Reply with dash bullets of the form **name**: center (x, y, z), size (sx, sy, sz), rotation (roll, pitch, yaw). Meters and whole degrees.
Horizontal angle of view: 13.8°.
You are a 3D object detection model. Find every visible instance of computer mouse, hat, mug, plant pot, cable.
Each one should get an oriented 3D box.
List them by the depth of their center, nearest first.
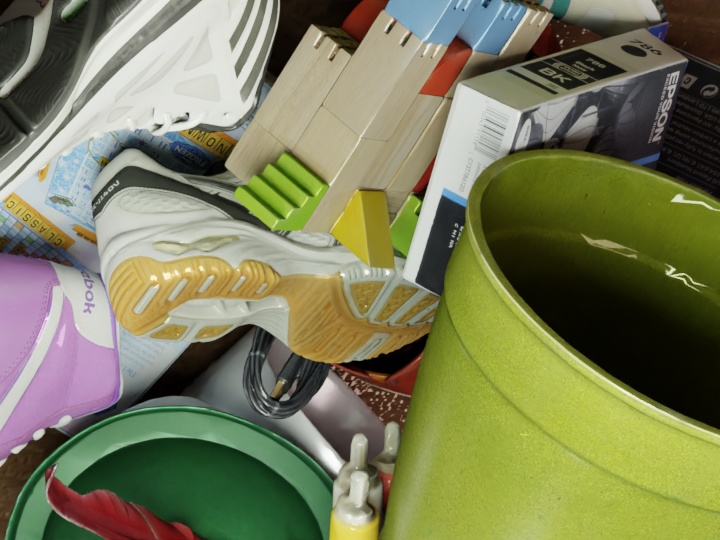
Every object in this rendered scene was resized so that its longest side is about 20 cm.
- **plant pot**: center (0.096, 0.085, 1.275), size (0.200, 0.201, 0.193), rotation (3, 127, -38)
- **hat**: center (-0.086, 0.163, 1.328), size (0.199, 0.176, 0.166), rotation (26, 104, -14)
- **cable**: center (0.000, 0.168, 1.402), size (0.097, 0.050, 0.201), rotation (-42, 147, -66)
- **computer mouse**: center (0.000, 0.000, 1.449), size (0.059, 0.034, 0.200), rotation (50, 56, -12)
- **mug**: center (-0.079, 0.129, 1.477), size (0.175, 0.148, 0.200), rotation (-43, 140, 9)

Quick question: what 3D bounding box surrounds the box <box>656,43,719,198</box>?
- **box**: center (0.145, 0.011, 1.530), size (0.200, 0.107, 0.149), rotation (-48, 142, -20)

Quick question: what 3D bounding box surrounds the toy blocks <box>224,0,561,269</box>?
- **toy blocks**: center (0.028, -0.085, 1.339), size (0.137, 0.100, 0.200), rotation (-56, 157, 15)

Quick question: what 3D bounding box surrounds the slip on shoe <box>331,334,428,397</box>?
- **slip on shoe**: center (0.020, 0.033, 1.532), size (0.200, 0.061, 0.074), rotation (25, 107, -48)

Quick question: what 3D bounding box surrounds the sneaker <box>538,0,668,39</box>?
- **sneaker**: center (0.070, -0.156, 1.411), size (0.093, 0.071, 0.200), rotation (-30, 143, 16)

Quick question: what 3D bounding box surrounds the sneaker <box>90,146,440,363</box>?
- **sneaker**: center (-0.037, -0.014, 1.363), size (0.199, 0.088, 0.076), rotation (11, 136, -44)

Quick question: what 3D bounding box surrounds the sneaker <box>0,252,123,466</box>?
- **sneaker**: center (-0.171, 0.075, 1.358), size (0.114, 0.073, 0.201), rotation (4, 137, -34)

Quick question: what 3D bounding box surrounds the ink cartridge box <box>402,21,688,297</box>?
- **ink cartridge box**: center (0.097, -0.052, 1.371), size (0.200, 0.039, 0.100), rotation (-23, 133, -54)

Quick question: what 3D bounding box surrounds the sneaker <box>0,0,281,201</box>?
- **sneaker**: center (-0.109, -0.066, 1.275), size (0.200, 0.076, 0.115), rotation (-45, 136, 1)

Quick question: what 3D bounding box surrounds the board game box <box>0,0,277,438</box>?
- **board game box**: center (-0.127, -0.032, 1.379), size (0.200, 0.041, 0.200), rotation (-47, 138, 6)
